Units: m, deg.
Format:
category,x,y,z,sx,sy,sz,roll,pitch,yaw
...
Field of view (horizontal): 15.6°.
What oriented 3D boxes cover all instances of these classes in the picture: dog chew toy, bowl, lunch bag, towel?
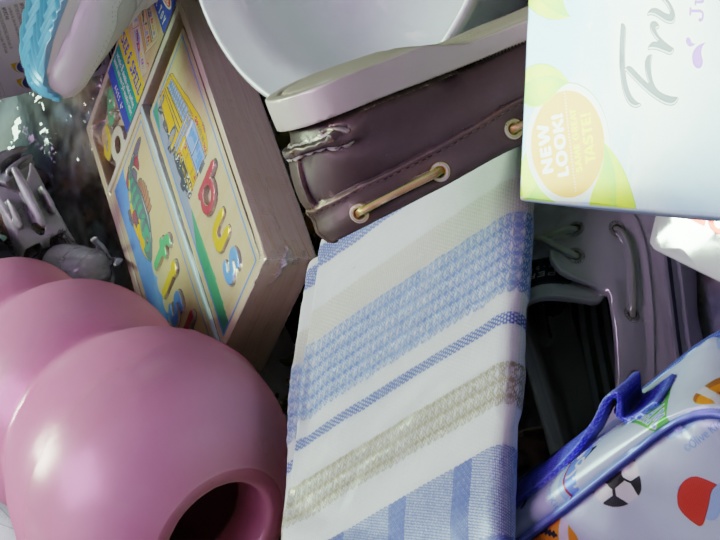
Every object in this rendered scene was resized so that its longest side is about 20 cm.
category,x,y,z,sx,sy,sz,roll,pitch,yaw
dog chew toy,-0.118,0.062,1.125,0.200,0.124,0.125,37,118,39
bowl,0.020,-0.161,1.076,0.200,0.090,0.203,1,92,49
lunch bag,0.123,0.113,0.928,0.160,0.076,0.200,45,129,-3
towel,0.019,0.045,1.000,0.147,0.024,0.201,-36,38,43

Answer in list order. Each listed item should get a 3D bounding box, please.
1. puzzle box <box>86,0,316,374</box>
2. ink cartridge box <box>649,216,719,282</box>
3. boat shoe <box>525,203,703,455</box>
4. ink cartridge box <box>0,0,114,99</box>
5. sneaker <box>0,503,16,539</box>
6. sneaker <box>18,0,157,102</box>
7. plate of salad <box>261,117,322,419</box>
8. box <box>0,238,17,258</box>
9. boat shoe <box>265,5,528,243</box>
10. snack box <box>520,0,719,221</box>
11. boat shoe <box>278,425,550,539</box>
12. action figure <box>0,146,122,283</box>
category,x,y,z,sx,sy,sz,roll,pitch,yaw
puzzle box,-0.077,-0.038,1.200,0.133,0.025,0.201,117,144,-43
ink cartridge box,0.193,-0.075,0.877,0.145,0.084,0.201,30,114,45
boat shoe,0.090,0.005,1.016,0.073,0.066,0.201,-36,64,44
ink cartridge box,-0.193,-0.132,1.255,0.137,0.199,0.077,93,164,-76
sneaker,-0.209,0.117,1.374,0.199,0.075,0.116,13,100,44
sneaker,-0.084,-0.160,1.159,0.201,0.080,0.076,-62,24,-1
plate of salad,0.000,0.000,1.138,0.199,0.048,0.202,2,93,51
box,-0.223,0.022,1.299,0.200,0.036,0.144,44,129,50
boat shoe,0.066,-0.068,0.968,0.072,0.199,0.060,-165,56,-75
snack box,0.132,-0.116,0.831,0.168,0.067,0.202,8,95,49
boat shoe,0.008,0.117,1.075,0.199,0.072,0.073,-26,70,29
action figure,-0.171,0.006,1.315,0.200,0.069,0.131,-13,92,55
